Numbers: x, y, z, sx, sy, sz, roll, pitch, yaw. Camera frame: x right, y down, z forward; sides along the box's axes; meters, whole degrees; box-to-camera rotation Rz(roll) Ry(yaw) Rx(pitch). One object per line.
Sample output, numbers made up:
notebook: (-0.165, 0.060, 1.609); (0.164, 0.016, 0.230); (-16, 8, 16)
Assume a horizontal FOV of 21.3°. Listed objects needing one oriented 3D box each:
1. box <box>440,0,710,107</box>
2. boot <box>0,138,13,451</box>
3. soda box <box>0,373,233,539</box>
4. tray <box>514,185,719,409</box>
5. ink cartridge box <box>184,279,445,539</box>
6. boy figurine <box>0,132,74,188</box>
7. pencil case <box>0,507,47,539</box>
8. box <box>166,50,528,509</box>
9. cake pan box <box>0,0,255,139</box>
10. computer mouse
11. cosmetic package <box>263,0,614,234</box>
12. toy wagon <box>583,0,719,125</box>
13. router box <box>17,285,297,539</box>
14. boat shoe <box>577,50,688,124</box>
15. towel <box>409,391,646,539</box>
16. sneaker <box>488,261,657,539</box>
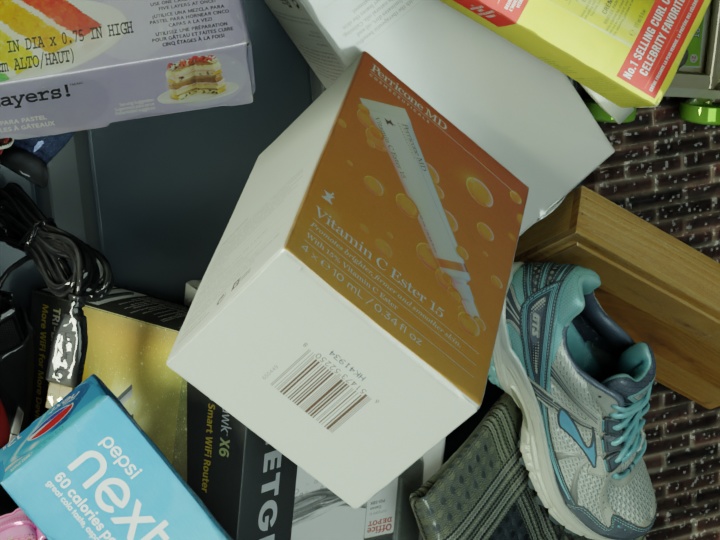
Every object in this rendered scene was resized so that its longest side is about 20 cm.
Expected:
box: (0.083, -0.163, 1.010); (0.200, 0.050, 0.075); (29, 87, -17)
boot: (-0.203, -0.011, 0.948); (0.144, 0.072, 0.200); (-35, 79, 22)
soda box: (-0.092, 0.151, 0.942); (0.068, 0.064, 0.200); (-39, 104, -7)
tray: (0.177, 0.022, 1.165); (0.200, 0.099, 0.037); (28, 57, -25)
ink cartridge box: (-0.030, 0.111, 1.113); (0.146, 0.083, 0.201); (0, 103, -23)
boy figurine: (-0.150, -0.148, 1.011); (0.124, 0.064, 0.200); (31, 89, -25)
pencil case: (-0.224, 0.186, 1.014); (0.200, 0.087, 0.083); (-24, 79, 14)
box: (0.000, 0.000, 0.975); (0.124, 0.200, 0.097); (38, 123, -14)
cake pan box: (-0.162, -0.153, 0.930); (0.199, 0.185, 0.052); (-8, 149, -4)
computer mouse: (-0.180, 0.063, 1.014); (0.046, 0.140, 0.201); (14, 98, -38)
cosmetic package: (0.042, -0.116, 1.085); (0.108, 0.085, 0.200); (-39, 114, -10)
toy wagon: (0.208, -0.167, 1.165); (0.199, 0.040, 0.156); (0, 103, -23)
router box: (-0.113, 0.119, 1.041); (0.052, 0.157, 0.201); (-12, 110, -55)
boat shoe: (0.105, -0.178, 1.083); (0.060, 0.072, 0.202); (-39, 98, 8)
towel: (0.106, 0.164, 1.161); (0.200, 0.034, 0.193); (-43, 118, -47)
sneaker: (0.135, 0.081, 1.113); (0.200, 0.086, 0.078); (60, 42, -25)
